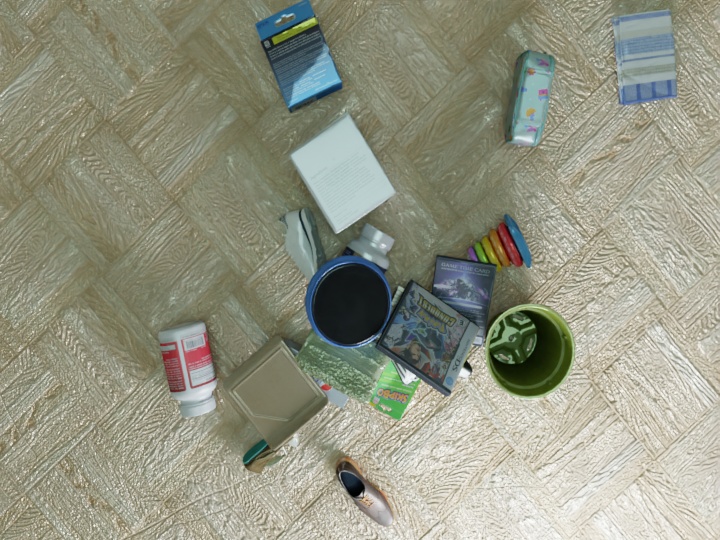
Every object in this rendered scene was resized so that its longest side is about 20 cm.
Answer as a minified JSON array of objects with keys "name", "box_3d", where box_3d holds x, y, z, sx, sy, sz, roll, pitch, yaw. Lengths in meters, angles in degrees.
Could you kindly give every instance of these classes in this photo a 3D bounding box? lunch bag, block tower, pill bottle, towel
[{"name":"lunch bag","box_3d":[0.375,-0.383,1.450,0.074,0.160,0.207,10,99,5]},{"name":"block tower","box_3d":[0.069,0.137,1.533,0.053,0.058,0.205,25,95,-1]},{"name":"pill bottle","box_3d":[-0.397,0.228,1.512,0.108,0.112,0.207,-11,94,1]},{"name":"towel","box_3d":[-0.037,0.197,1.471,0.196,0.037,0.151,30,69,4]},{"name":"pill bottle","box_3d":[0.000,0.000,1.495,0.109,0.111,0.204,27,93,-1]},{"name":"towel","box_3d":[0.659,-0.495,1.507,0.142,0.024,0.207,-8,95,-2]}]

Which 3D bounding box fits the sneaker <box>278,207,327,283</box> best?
[{"name":"sneaker","box_3d":[-0.130,-0.040,1.522,0.078,0.076,0.207,-15,89,13]}]

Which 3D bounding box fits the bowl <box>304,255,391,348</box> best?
[{"name":"bowl","box_3d":[-0.024,0.072,1.425,0.193,0.039,0.208,-2,100,-11]}]

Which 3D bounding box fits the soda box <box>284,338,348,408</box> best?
[{"name":"soda box","box_3d":[-0.109,0.242,1.535,0.196,0.063,0.070,29,96,-2]}]

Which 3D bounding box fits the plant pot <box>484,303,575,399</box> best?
[{"name":"plant pot","box_3d":[0.361,0.165,1.468,0.193,0.184,0.208,0,94,1]}]

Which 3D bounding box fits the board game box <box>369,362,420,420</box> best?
[{"name":"board game box","box_3d":[0.099,0.247,1.552,0.094,0.030,0.204,28,91,-4]}]

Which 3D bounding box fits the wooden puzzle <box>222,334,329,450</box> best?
[{"name":"wooden puzzle","box_3d":[-0.194,0.280,1.497,0.184,0.037,0.202,-39,89,8]}]

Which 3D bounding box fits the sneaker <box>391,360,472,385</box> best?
[{"name":"sneaker","box_3d":[0.158,0.224,1.517,0.196,0.076,0.118,27,108,-8]}]

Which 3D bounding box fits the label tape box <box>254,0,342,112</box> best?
[{"name":"label tape box","box_3d":[-0.141,-0.490,1.491,0.140,0.066,0.205,-23,91,1]}]

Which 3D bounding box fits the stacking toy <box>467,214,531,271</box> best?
[{"name":"stacking toy","box_3d":[0.290,-0.030,1.508,0.196,0.110,0.118,-28,107,14]}]

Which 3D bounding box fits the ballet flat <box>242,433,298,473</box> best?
[{"name":"ballet flat","box_3d":[-0.194,0.412,1.552,0.200,0.068,0.072,-45,113,3]}]

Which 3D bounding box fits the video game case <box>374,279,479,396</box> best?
[{"name":"video game case","box_3d":[0.154,0.149,1.458,0.197,0.026,0.183,34,64,-4]}]

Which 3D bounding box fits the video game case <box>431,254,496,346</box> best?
[{"name":"video game case","box_3d":[0.231,0.072,1.506,0.138,0.019,0.206,9,112,8]}]

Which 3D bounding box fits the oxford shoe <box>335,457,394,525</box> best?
[{"name":"oxford shoe","box_3d":[0.009,0.542,1.548,0.071,0.073,0.200,-43,93,2]}]

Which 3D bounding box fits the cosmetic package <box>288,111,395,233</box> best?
[{"name":"cosmetic package","box_3d":[-0.039,-0.213,1.456,0.162,0.165,0.203,-32,94,2]}]
